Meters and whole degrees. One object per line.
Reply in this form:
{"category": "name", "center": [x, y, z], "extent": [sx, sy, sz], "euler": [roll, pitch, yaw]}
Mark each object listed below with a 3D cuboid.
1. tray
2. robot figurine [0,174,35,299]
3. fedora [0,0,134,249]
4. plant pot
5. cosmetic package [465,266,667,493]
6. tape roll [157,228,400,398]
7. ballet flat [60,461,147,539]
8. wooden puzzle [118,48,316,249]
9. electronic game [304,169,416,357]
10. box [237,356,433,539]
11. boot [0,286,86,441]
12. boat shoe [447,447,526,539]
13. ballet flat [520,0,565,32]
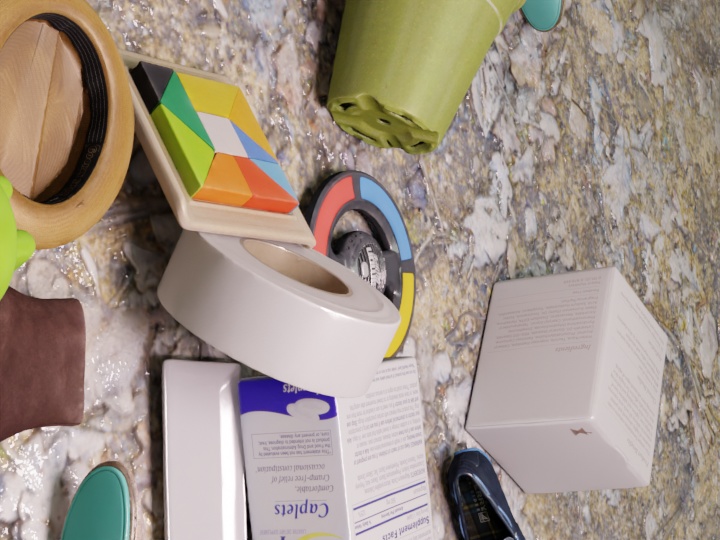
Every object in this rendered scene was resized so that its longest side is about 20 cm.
{"category": "tray", "center": [-0.138, 0.179, 1.313], "extent": [0.107, 0.022, 0.203], "euler": [10, 76, -57]}
{"category": "robot figurine", "center": [-0.297, -0.017, 0.964], "extent": [0.199, 0.115, 0.177], "euler": [-7, 71, -60]}
{"category": "fedora", "center": [-0.253, -0.116, 1.133], "extent": [0.200, 0.081, 0.204], "euler": [1, 89, -56]}
{"category": "plant pot", "center": [0.050, -0.228, 1.558], "extent": [0.200, 0.198, 0.192], "euler": [36, 68, -48]}
{"category": "cosmetic package", "center": [0.243, 0.129, 1.785], "extent": [0.167, 0.165, 0.202], "euler": [47, 47, -42]}
{"category": "tape roll", "center": [-0.067, 0.027, 1.287], "extent": [0.201, 0.201, 0.072], "euler": [10, 109, -56]}
{"category": "ballet flat", "center": [-0.195, 0.249, 1.170], "extent": [0.067, 0.067, 0.203], "euler": [32, 65, -65]}
{"category": "wooden puzzle", "center": [-0.124, -0.109, 1.302], "extent": [0.199, 0.037, 0.186], "euler": [12, 45, -58]}
{"category": "electronic game", "center": [0.000, 0.000, 1.543], "extent": [0.199, 0.041, 0.203], "euler": [14, 73, -56]}
{"category": "box", "center": [-0.019, 0.188, 1.403], "extent": [0.183, 0.104, 0.203], "euler": [-3, 87, -64]}
{"category": "boot", "center": [-0.257, 0.103, 1.092], "extent": [0.165, 0.072, 0.203], "euler": [15, 67, -52]}
{"category": "boat shoe", "center": [0.136, 0.297, 1.676], "extent": [0.202, 0.083, 0.069], "euler": [62, 17, -7]}
{"category": "ballet flat", "center": [0.215, -0.403, 1.936], "extent": [0.071, 0.070, 0.202], "euler": [-51, 126, -48]}
